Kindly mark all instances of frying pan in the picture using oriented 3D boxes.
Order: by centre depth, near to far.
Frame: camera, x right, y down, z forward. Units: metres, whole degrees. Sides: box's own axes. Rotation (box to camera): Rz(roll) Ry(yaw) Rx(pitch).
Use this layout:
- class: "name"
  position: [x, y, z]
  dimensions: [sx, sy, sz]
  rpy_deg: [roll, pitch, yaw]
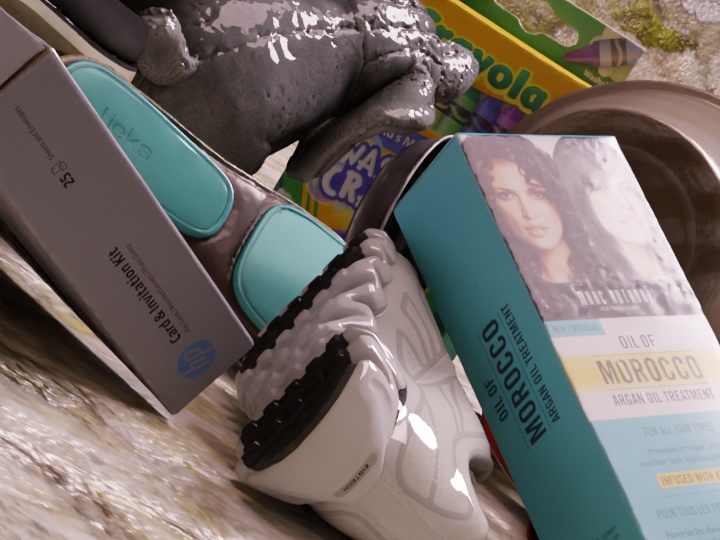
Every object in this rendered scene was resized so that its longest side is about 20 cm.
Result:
- class: "frying pan"
  position: [-0.001, 0.011, 1.136]
  dimensions: [0.031, 0.115, 0.190]
  rpy_deg: [24, 48, 16]

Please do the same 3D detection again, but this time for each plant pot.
- class: "plant pot"
  position: [0.123, -0.005, 1.168]
  dimensions: [0.199, 0.201, 0.173]
  rpy_deg: [34, 1, 16]

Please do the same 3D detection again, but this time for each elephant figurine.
- class: "elephant figurine"
  position: [-0.019, -0.104, 1.177]
  dimensions: [0.199, 0.142, 0.155]
  rpy_deg: [-15, 31, -13]

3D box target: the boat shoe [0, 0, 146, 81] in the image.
- class: "boat shoe"
  position: [-0.131, -0.130, 0.967]
  dimensions: [0.073, 0.063, 0.201]
  rpy_deg: [28, -5, 28]

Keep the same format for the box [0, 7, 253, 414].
- class: "box"
  position: [-0.131, -0.057, 0.825]
  dimensions: [0.200, 0.041, 0.156]
  rpy_deg: [43, -11, 40]

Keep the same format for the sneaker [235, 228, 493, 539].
- class: "sneaker"
  position: [0.005, 0.047, 0.860]
  dimensions: [0.081, 0.075, 0.200]
  rpy_deg: [41, 15, -12]

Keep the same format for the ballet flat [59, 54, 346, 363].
- class: "ballet flat"
  position: [-0.059, -0.006, 0.972]
  dimensions: [0.200, 0.071, 0.071]
  rpy_deg: [40, 4, -12]

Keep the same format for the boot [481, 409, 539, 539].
- class: "boot"
  position: [0.089, 0.085, 0.984]
  dimensions: [0.144, 0.073, 0.200]
  rpy_deg: [24, 14, -46]

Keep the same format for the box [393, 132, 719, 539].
- class: "box"
  position: [0.090, 0.044, 0.886]
  dimensions: [0.082, 0.049, 0.201]
  rpy_deg: [-1, 56, -37]

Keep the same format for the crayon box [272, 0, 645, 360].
- class: "crayon box"
  position: [0.045, -0.068, 1.325]
  dimensions: [0.125, 0.201, 0.052]
  rpy_deg: [34, 6, 16]

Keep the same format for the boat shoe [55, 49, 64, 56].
- class: "boat shoe"
  position: [-0.141, -0.084, 1.119]
  dimensions: [0.062, 0.071, 0.200]
  rpy_deg: [34, 7, -25]
